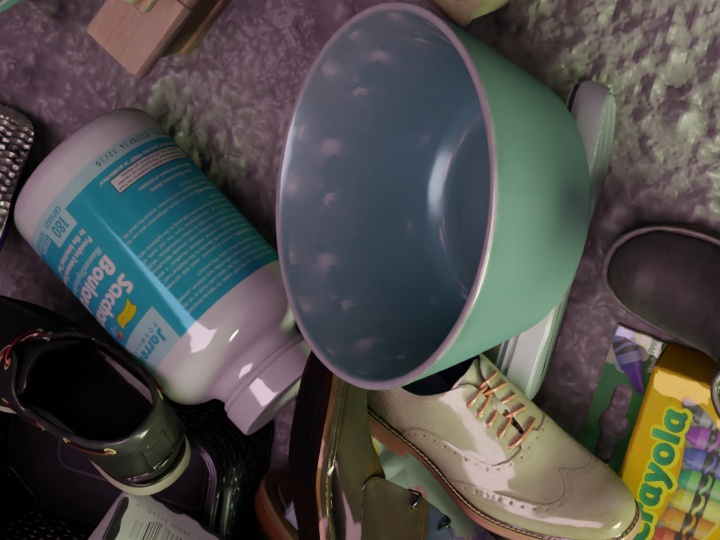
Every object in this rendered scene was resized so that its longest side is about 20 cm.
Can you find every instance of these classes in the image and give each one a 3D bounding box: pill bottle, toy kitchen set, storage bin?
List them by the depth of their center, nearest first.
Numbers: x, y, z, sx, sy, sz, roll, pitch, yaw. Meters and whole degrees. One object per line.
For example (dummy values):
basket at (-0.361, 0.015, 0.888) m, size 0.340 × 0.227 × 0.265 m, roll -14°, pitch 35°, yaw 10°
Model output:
toy kitchen set at (-0.045, -0.153, 0.902) m, size 0.180 × 0.163 × 0.200 m, roll 43°, pitch 115°, yaw 5°
pill bottle at (-0.111, 0.004, 0.992) m, size 0.200 × 0.111 × 0.111 m, roll 46°, pitch 115°, yaw 10°
storage bin at (-0.170, 0.134, 1.070) m, size 0.199 × 0.094 × 0.136 m, roll 15°, pitch 109°, yaw 16°

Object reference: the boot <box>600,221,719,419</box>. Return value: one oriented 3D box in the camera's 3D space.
boot at (0.196, 0.043, 0.842) m, size 0.181 × 0.200 × 0.073 m, roll 23°, pitch 111°, yaw 14°

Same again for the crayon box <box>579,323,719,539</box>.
crayon box at (0.220, 0.127, 0.940) m, size 0.199 × 0.052 × 0.126 m, roll 20°, pitch 111°, yaw 15°

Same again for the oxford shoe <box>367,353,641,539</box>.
oxford shoe at (0.073, 0.094, 0.932) m, size 0.199 × 0.071 × 0.074 m, roll 28°, pitch 144°, yaw 21°

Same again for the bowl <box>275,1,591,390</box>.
bowl at (0.049, -0.038, 0.870) m, size 0.200 × 0.104 × 0.202 m, roll -3°, pitch 86°, yaw 56°

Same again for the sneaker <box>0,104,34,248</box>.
sneaker at (-0.255, -0.016, 1.012) m, size 0.069 × 0.201 × 0.100 m, roll 20°, pitch 125°, yaw -3°

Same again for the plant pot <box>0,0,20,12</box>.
plant pot at (-0.231, -0.249, 0.962) m, size 0.199 × 0.135 × 0.202 m, roll 6°, pitch 106°, yaw 20°

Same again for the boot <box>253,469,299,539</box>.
boot at (-0.044, 0.242, 1.071) m, size 0.155 × 0.077 × 0.200 m, roll -35°, pitch 98°, yaw 29°

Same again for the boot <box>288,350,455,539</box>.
boot at (0.009, 0.130, 0.935) m, size 0.096 × 0.075 × 0.202 m, roll 6°, pitch 91°, yaw -17°

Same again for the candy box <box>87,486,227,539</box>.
candy box at (-0.104, 0.252, 0.994) m, size 0.199 × 0.072 × 0.168 m, roll 32°, pitch 119°, yaw -9°

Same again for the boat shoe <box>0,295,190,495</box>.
boat shoe at (-0.186, 0.061, 0.985) m, size 0.201 × 0.074 × 0.063 m, roll 31°, pitch 155°, yaw 31°

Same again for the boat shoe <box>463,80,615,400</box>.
boat shoe at (0.096, -0.017, 0.937) m, size 0.062 × 0.072 × 0.201 m, roll 19°, pitch 113°, yaw 14°

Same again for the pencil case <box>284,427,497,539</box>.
pencil case at (0.048, 0.180, 0.998) m, size 0.200 × 0.083 × 0.091 m, roll 41°, pitch 108°, yaw 2°

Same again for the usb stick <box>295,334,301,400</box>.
usb stick at (0.000, 0.000, 1.000) m, size 0.055 × 0.033 × 0.201 m, roll 23°, pitch 112°, yaw 21°
